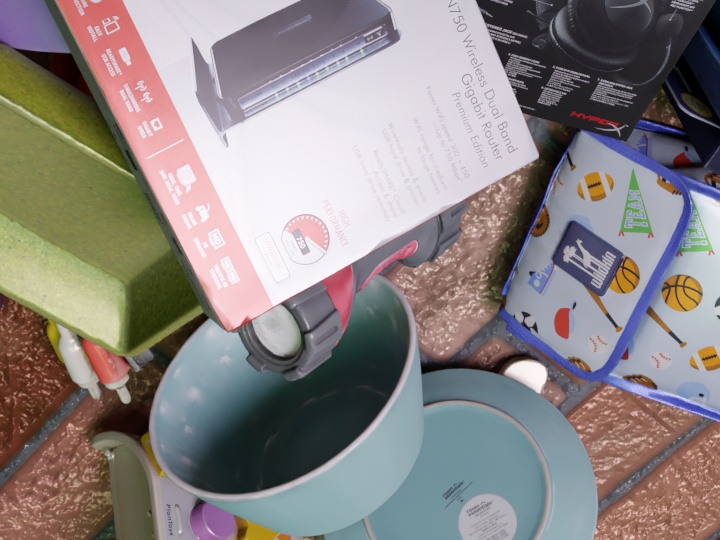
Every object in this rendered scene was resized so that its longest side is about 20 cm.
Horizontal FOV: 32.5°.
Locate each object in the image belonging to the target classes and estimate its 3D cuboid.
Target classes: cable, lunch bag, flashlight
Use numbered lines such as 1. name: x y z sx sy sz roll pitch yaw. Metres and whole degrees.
1. cable: -0.210 0.014 0.848 0.050 0.097 0.200 -47 131 -24
2. lunch bag: 0.213 -0.002 0.858 0.199 0.124 0.171 21 116 0
3. flashlight: 0.000 0.000 0.801 0.068 0.200 0.068 -28 93 40

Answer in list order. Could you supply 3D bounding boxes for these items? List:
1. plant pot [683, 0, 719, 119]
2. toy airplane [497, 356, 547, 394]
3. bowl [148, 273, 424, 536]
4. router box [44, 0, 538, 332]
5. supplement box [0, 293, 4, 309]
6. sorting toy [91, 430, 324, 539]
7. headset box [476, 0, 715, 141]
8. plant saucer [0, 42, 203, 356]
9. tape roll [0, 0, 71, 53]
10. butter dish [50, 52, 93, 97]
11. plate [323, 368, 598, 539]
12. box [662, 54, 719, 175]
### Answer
1. plant pot: 0.305 -0.160 0.734 0.199 0.200 0.180 15 124 -15
2. toy airplane: 0.078 0.187 0.957 0.199 0.141 0.200 -19 81 16
3. bowl: -0.035 0.103 0.859 0.200 0.201 0.105 -24 129 9
4. router box: -0.035 -0.103 0.579 0.179 0.049 0.201 -30 106 -13
5. supplement box: -0.314 0.025 0.781 0.103 0.200 0.132 -6 120 4
6. sorting toy: -0.093 0.204 0.919 0.179 0.201 0.107 12 142 -36
7. headset box: 0.133 -0.188 0.735 0.148 0.078 0.200 13 136 -11
8. plant saucer: -0.167 -0.040 0.674 0.199 0.048 0.200 31 147 -20
9. tape roll: -0.142 -0.192 0.674 0.199 0.200 0.085 0 121 -4
10. butter dish: -0.101 -0.061 0.782 0.199 0.148 0.200 2 119 -5
11. plate: 0.068 0.160 0.877 0.199 0.201 0.026 -13 152 3
12. box: 0.272 -0.084 0.811 0.199 0.121 0.032 22 120 -15
